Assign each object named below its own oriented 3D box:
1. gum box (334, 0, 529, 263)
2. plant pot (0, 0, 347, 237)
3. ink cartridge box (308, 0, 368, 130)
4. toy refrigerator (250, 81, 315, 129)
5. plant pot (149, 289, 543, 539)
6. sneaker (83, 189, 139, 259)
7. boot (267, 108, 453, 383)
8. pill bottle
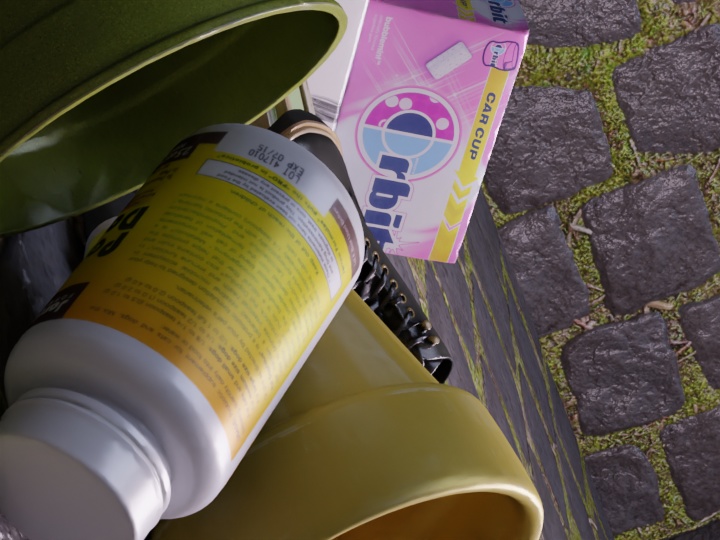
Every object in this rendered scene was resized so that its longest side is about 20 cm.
[{"bbox_3d":[0.033,-0.102,1.336,0.066,0.113,0.201,-99,-158,-57],"label":"gum box"},{"bbox_3d":[-0.137,-0.148,0.867,0.194,0.199,0.200,61,8,7],"label":"plant pot"},{"bbox_3d":[-0.057,-0.151,1.308,0.147,0.085,0.201,-95,-162,-52],"label":"ink cartridge box"},{"bbox_3d":[-0.080,-0.149,1.137,0.076,0.070,0.202,16,59,-65],"label":"toy refrigerator"},{"bbox_3d":[-0.036,0.096,0.986,0.189,0.200,0.201,59,2,31],"label":"plant pot"},{"bbox_3d":[-0.089,-0.004,1.094,0.200,0.074,0.085,42,29,-54],"label":"sneaker"},{"bbox_3d":[0.000,0.000,1.089,0.138,0.077,0.200,47,-6,21],"label":"boot"},{"bbox_3d":[-0.084,0.032,0.850,0.200,0.109,0.110,-57,134,-40],"label":"pill bottle"}]
